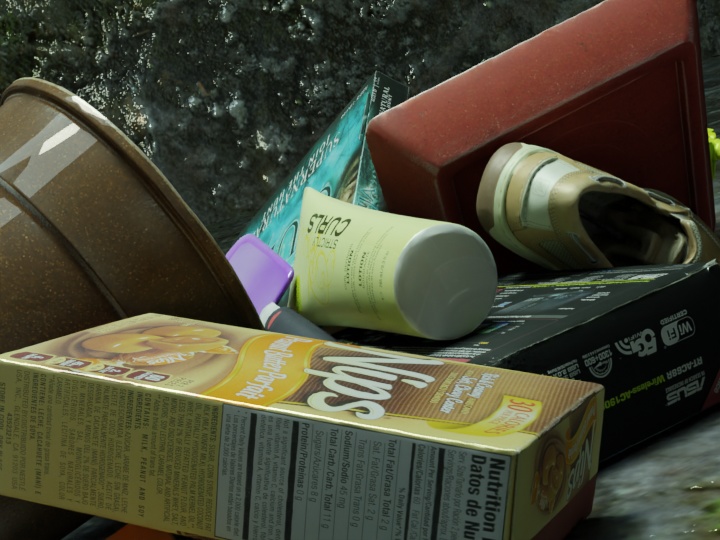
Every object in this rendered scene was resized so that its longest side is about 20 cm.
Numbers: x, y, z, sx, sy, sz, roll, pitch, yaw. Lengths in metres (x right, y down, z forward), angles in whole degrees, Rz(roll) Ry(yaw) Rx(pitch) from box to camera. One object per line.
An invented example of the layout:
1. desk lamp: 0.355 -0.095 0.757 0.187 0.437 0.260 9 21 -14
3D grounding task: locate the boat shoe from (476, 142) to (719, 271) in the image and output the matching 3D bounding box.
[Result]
1. boat shoe: 0.147 -0.011 0.811 0.199 0.072 0.076 14 0 -45

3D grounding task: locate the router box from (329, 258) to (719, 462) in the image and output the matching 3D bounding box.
1. router box: 0.058 0.050 0.728 0.149 0.063 0.200 -20 8 -28

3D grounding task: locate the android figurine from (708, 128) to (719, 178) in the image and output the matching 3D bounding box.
1. android figurine: 0.163 -0.084 1.077 0.199 0.041 0.181 10 19 41

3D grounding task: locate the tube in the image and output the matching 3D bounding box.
1. tube: 0.000 0.000 0.754 0.058 0.052 0.200 -42 17 -13

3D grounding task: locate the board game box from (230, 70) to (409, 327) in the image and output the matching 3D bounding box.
1. board game box: -0.037 -0.010 0.931 0.200 0.028 0.136 -47 26 46

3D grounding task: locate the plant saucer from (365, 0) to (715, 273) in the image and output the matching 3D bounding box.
1. plant saucer: 0.116 -0.043 0.863 0.199 0.201 0.037 -27 45 -8

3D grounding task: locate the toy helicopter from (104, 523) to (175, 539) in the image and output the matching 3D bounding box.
1. toy helicopter: -0.080 0.124 0.527 0.199 0.080 0.132 -7 -2 -14

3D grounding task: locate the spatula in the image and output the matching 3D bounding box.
1. spatula: -0.042 0.025 0.758 0.057 0.021 0.200 -53 21 -2

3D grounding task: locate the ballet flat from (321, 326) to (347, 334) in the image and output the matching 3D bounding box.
1. ballet flat: -0.064 0.074 0.838 0.199 0.069 0.063 -20 21 -14

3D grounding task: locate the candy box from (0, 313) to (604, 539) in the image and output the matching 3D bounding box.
1. candy box: -0.022 0.061 0.567 0.199 0.056 0.115 7 10 21

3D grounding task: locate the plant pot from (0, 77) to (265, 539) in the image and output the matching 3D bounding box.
1. plant pot: -0.174 0.051 0.713 0.198 0.201 0.200 -41 16 -22
